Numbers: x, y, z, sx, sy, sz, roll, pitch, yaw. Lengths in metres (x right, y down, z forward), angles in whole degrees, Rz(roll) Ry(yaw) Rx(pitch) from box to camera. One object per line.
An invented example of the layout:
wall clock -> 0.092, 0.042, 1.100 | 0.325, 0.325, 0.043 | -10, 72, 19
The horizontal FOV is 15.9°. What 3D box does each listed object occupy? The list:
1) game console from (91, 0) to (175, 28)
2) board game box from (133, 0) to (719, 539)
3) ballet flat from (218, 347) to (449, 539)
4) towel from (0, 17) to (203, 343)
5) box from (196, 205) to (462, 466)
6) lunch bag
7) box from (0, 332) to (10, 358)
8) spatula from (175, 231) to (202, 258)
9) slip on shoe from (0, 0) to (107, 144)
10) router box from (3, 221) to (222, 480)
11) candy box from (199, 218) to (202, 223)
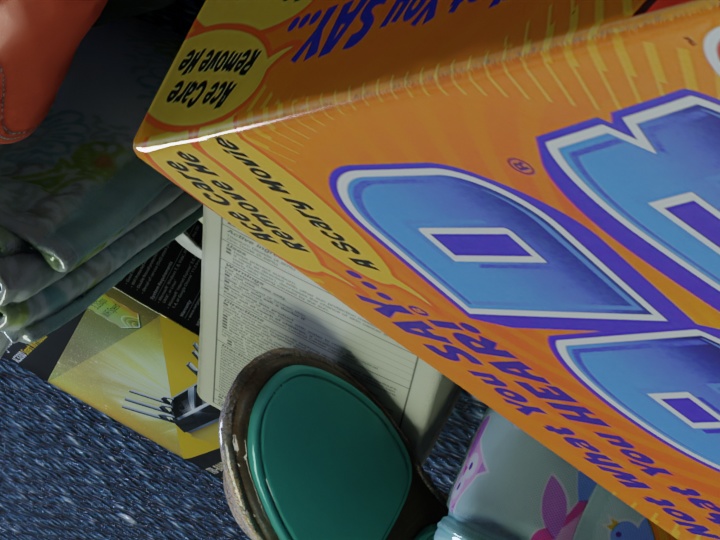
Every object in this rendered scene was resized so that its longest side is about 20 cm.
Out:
game console -> -0.161, -0.164, 0.786 | 0.175, 0.117, 0.200 | -11, 142, 32
board game box -> 0.122, -0.060, 0.453 | 0.200, 0.200, 0.200 | 35, 159, -24
ballet flat -> -0.007, 0.088, 0.902 | 0.067, 0.068, 0.200 | 17, 156, 43
towel -> -0.136, -0.056, 0.879 | 0.171, 0.200, 0.048 | 25, 118, 12
box -> 0.000, 0.000, 0.889 | 0.095, 0.078, 0.200 | 27, 159, 5
lunch bag -> 0.123, 0.104, 0.833 | 0.199, 0.077, 0.160 | 26, 174, 4
box -> -0.231, 0.007, 1.059 | 0.130, 0.200, 0.199 | 34, 169, -20
spatula -> -0.062, -0.012, 1.023 | 0.056, 0.021, 0.200 | 14, 156, 50
slip on shoe -> -0.100, -0.070, 0.721 | 0.200, 0.074, 0.061 | -29, 102, 35
router box -> -0.083, 0.032, 1.189 | 0.157, 0.052, 0.200 | 31, 160, -10
candy box -> 0.003, -0.024, 0.975 | 0.200, 0.026, 0.102 | 4, 151, 48
